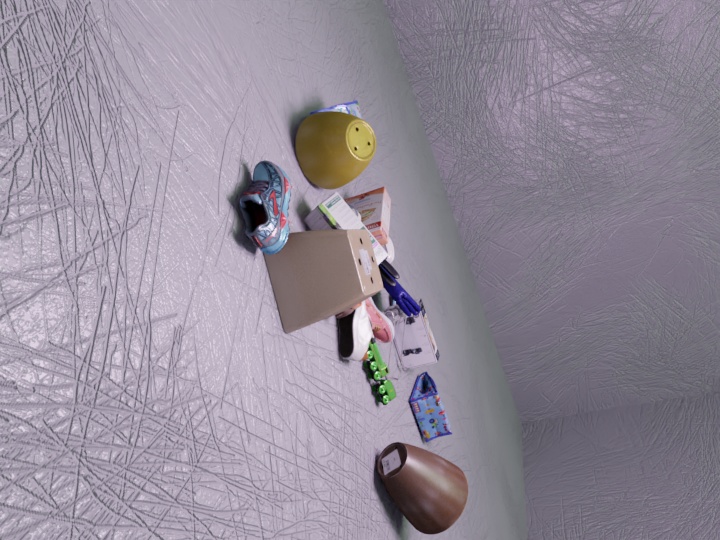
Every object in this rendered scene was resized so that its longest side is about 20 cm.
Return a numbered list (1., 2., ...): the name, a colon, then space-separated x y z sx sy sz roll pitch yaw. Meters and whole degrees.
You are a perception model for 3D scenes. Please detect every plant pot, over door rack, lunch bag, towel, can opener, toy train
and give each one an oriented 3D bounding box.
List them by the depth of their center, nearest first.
1. plant pot: -0.065 0.002 1.172 0.200 0.176 0.201 -12 87 -71
2. plant pot: 0.135 0.517 1.372 0.200 0.186 0.187 46 32 -28
3. plant pot: -0.042 -0.314 1.397 0.199 0.142 0.201 2 87 -42
4. toy train: 0.044 0.257 1.452 0.056 0.042 0.201 -28 104 -34
5. lunch bag: -0.062 -0.374 1.554 0.200 0.127 0.171 -37 114 -55
6. can opener: 0.041 -0.027 1.560 0.078 0.064 0.200 -17 54 -36
7. towel: 0.086 0.045 1.622 0.200 0.050 0.148 50 5 39
8. over door rack: 0.096 0.209 1.634 0.148 0.066 0.201 -14 100 -69
9. lunch bag: 0.225 0.433 1.807 0.200 0.094 0.151 -74 145 -76

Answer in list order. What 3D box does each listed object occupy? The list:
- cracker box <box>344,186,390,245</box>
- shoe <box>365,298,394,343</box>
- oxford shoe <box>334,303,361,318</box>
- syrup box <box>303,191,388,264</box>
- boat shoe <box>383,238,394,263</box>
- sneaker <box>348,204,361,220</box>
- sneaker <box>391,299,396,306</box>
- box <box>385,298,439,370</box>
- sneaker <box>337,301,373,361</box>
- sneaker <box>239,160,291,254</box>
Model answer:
1. cracker box: 0.011 -0.139 1.545 0.201 0.133 0.058 -84 151 -46
2. shoe: 0.025 0.143 1.477 0.200 0.071 0.091 57 27 -28
3. oxford shoe: -0.057 0.034 1.348 0.071 0.073 0.200 40 18 -32
4. syrup box: -0.034 -0.079 1.331 0.200 0.081 0.079 50 50 -4
5. boat shoe: 0.040 -0.106 1.698 0.069 0.071 0.201 14 47 -53
6. sneaker: -0.054 -0.133 1.452 0.087 0.077 0.200 60 24 -26
7. sneaker: 0.166 0.155 1.803 0.079 0.095 0.201 -34 108 -70
8. box: 0.163 0.201 1.738 0.060 0.116 0.201 -43 115 -71
9. sneaker: -0.009 0.126 1.372 0.084 0.073 0.201 23 63 -44
10. sneaker: -0.186 -0.137 1.068 0.095 0.079 0.201 33 43 -55
